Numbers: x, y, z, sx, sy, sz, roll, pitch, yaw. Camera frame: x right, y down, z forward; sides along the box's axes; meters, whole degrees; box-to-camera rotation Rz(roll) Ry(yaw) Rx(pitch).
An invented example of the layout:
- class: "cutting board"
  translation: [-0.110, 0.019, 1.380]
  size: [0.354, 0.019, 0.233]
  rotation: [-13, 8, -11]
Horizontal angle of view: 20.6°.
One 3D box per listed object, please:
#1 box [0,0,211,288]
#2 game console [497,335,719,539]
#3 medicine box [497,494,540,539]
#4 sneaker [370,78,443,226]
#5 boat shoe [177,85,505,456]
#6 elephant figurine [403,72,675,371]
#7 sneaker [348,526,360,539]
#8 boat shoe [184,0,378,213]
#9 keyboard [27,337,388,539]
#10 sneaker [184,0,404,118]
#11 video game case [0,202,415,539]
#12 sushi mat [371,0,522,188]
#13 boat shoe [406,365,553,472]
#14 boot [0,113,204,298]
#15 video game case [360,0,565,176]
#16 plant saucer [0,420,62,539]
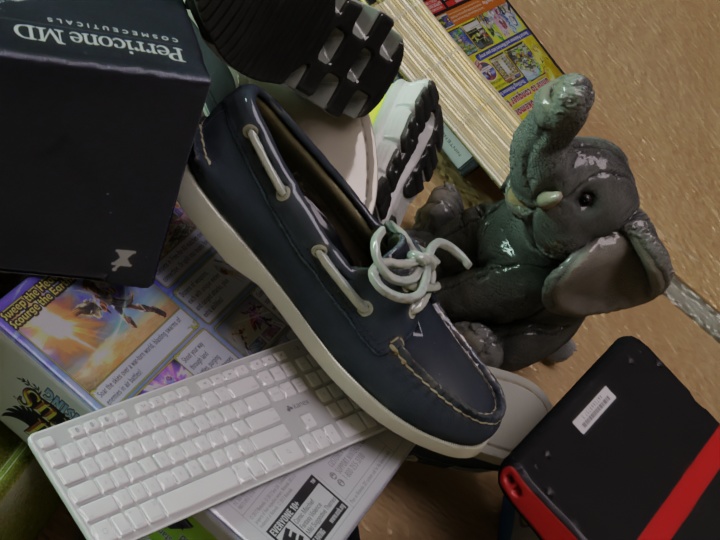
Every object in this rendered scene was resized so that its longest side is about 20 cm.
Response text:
- class: "box"
  translation: [-0.188, -0.104, 0.880]
  size: [0.196, 0.118, 0.200]
  rotation: [5, 37, -23]
- class: "game console"
  translation: [0.166, 0.135, 1.064]
  size: [0.177, 0.031, 0.200]
  rotation: [47, 32, 4]
- class: "medicine box"
  translation: [0.172, 0.217, 1.105]
  size: [0.200, 0.103, 0.182]
  rotation: [39, 34, -18]
- class: "sneaker"
  translation: [-0.024, -0.039, 1.161]
  size: [0.078, 0.090, 0.200]
  rotation: [80, 29, -41]
- class: "boat shoe"
  translation: [0.000, 0.000, 0.906]
  size: [0.200, 0.062, 0.075]
  rotation: [47, 26, -3]
- class: "elephant figurine"
  translation: [0.122, -0.025, 1.194]
  size: [0.142, 0.200, 0.155]
  rotation: [51, 32, 2]
- class: "sneaker"
  translation: [-0.028, 0.144, 0.963]
  size: [0.087, 0.076, 0.201]
  rotation: [32, 37, -38]
- class: "boat shoe"
  translation: [-0.048, -0.088, 1.049]
  size: [0.072, 0.063, 0.200]
  rotation: [-18, 65, -20]
- class: "keyboard"
  translation: [-0.058, 0.069, 0.852]
  size: [0.056, 0.011, 0.200]
  rotation: [51, 35, 16]
- class: "sneaker"
  translation: [-0.055, -0.132, 0.939]
  size: [0.088, 0.074, 0.200]
  rotation: [34, -2, 24]
- class: "video game case"
  translation: [-0.065, 0.049, 0.919]
  size: [0.181, 0.045, 0.200]
  rotation: [42, 34, 1]
- class: "sushi mat"
  translation: [0.078, -0.110, 1.353]
  size: [0.200, 0.012, 0.096]
  rotation: [49, 32, -4]
- class: "boat shoe"
  translation: [0.016, 0.068, 1.096]
  size: [0.199, 0.062, 0.075]
  rotation: [16, 61, -30]
- class: "boot"
  translation: [-0.136, -0.030, 1.015]
  size: [0.186, 0.064, 0.200]
  rotation: [39, 36, -16]
- class: "video game case"
  translation: [0.065, -0.169, 1.433]
  size: [0.181, 0.025, 0.200]
  rotation: [52, 31, 2]
- class: "plant saucer"
  translation: [-0.218, 0.065, 0.825]
  size: [0.200, 0.048, 0.200]
  rotation: [45, 33, -9]
